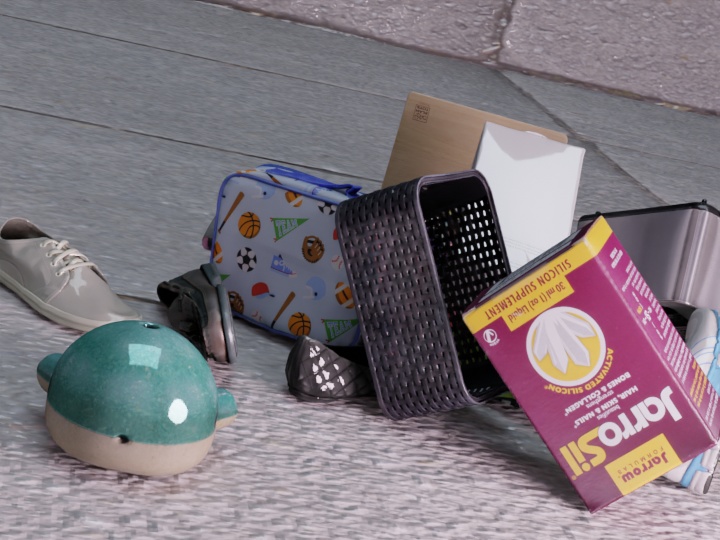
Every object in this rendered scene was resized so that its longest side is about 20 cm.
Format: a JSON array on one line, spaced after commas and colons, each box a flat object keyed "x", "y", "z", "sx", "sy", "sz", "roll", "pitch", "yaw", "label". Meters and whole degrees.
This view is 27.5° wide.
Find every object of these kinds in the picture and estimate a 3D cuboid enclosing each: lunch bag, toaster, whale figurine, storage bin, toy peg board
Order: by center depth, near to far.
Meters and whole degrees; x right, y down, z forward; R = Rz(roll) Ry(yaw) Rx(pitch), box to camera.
[{"x": -0.168, "y": 0.077, "z": 1.132, "sx": 0.157, "sy": 0.105, "sz": 0.200, "roll": 13, "pitch": 17, "yaw": -4, "label": "whale figurine"}, {"x": 0.067, "y": 0.021, "z": 1.316, "sx": 0.093, "sy": 0.202, "sz": 0.135, "roll": -14, "pitch": -1, "yaw": 34, "label": "storage bin"}, {"x": -0.051, "y": -0.017, "z": 1.424, "sx": 0.198, "sy": 0.162, "sz": 0.075, "roll": 18, "pitch": 16, "yaw": 26, "label": "lunch bag"}, {"x": 0.341, "y": 0.016, "z": 1.534, "sx": 0.180, "sy": 0.120, "sz": 0.199, "roll": 29, "pitch": -21, "yaw": -35, "label": "toaster"}, {"x": 0.129, "y": -0.090, "z": 1.785, "sx": 0.198, "sy": 0.201, "sz": 0.098, "roll": 16, "pitch": 1, "yaw": 6, "label": "toy peg board"}]

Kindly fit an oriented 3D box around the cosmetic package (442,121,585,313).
[{"x": 0.153, "y": -0.045, "z": 1.474, "sx": 0.112, "sy": 0.082, "sz": 0.201, "roll": 17, "pitch": 48, "yaw": 2, "label": "cosmetic package"}]

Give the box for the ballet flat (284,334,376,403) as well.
[{"x": 0.012, "y": 0.082, "z": 1.348, "sx": 0.066, "sy": 0.057, "sz": 0.199, "roll": 28, "pitch": 22, "yaw": 36, "label": "ballet flat"}]

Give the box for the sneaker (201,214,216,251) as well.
[{"x": -0.089, "y": -0.027, "z": 1.565, "sx": 0.095, "sy": 0.079, "sz": 0.199, "roll": 40, "pitch": 15, "yaw": 24, "label": "sneaker"}]

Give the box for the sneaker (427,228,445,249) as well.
[{"x": 0.000, "y": 0.000, "z": 1.481, "sx": 0.199, "sy": 0.084, "sz": 0.080, "roll": -21, "pitch": -6, "yaw": 33, "label": "sneaker"}]

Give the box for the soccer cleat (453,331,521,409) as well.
[{"x": 0.164, "y": 0.107, "z": 1.406, "sx": 0.199, "sy": 0.068, "sz": 0.081, "roll": 25, "pitch": -5, "yaw": 44, "label": "soccer cleat"}]

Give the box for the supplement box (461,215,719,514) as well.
[{"x": 0.197, "y": 0.078, "z": 1.233, "sx": 0.201, "sy": 0.130, "sz": 0.103, "roll": 56, "pitch": 21, "yaw": -1, "label": "supplement box"}]

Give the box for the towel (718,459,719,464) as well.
[{"x": 0.324, "y": 0.131, "z": 1.479, "sx": 0.169, "sy": 0.049, "sz": 0.200, "roll": 19, "pitch": 17, "yaw": 3, "label": "towel"}]

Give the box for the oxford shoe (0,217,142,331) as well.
[{"x": -0.276, "y": 0.004, "z": 1.357, "sx": 0.199, "sy": 0.058, "sz": 0.075, "roll": 29, "pitch": 19, "yaw": 34, "label": "oxford shoe"}]

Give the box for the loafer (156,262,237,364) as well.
[{"x": -0.151, "y": 0.044, "z": 1.346, "sx": 0.062, "sy": 0.073, "sz": 0.200, "roll": -9, "pitch": 14, "yaw": -8, "label": "loafer"}]

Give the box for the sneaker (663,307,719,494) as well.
[{"x": 0.292, "y": 0.107, "z": 1.358, "sx": 0.086, "sy": 0.075, "sz": 0.201, "roll": 13, "pitch": 47, "yaw": 6, "label": "sneaker"}]

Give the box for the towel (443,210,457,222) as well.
[{"x": 0.181, "y": -0.020, "z": 1.590, "sx": 0.143, "sy": 0.023, "sz": 0.199, "roll": 42, "pitch": 21, "yaw": 24, "label": "towel"}]
